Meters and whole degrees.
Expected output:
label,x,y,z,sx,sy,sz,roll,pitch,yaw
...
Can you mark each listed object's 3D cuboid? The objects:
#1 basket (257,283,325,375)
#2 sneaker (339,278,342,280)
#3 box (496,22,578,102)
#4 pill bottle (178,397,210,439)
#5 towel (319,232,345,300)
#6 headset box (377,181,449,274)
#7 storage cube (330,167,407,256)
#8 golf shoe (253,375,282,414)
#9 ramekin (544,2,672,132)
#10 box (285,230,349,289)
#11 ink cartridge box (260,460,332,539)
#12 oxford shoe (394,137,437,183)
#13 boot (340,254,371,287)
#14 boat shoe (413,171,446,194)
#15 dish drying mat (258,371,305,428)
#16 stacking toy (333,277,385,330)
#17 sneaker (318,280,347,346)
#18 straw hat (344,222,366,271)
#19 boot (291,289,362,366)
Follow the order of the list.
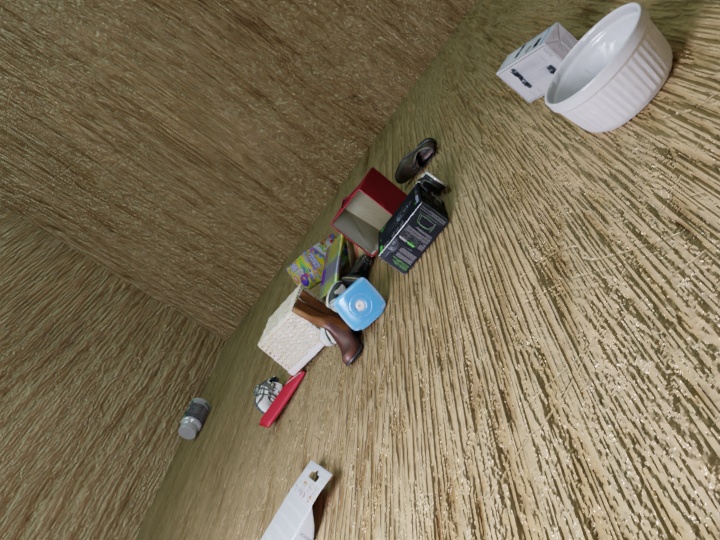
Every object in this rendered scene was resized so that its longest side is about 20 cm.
label,x,y,z,sx,sy,sz,roll,pitch,yaw
basket,-0.203,0.188,1.778,0.200,0.160,0.199,-46,14,20
sneaker,-0.086,0.060,1.900,0.200,0.075,0.077,131,163,-86
box,0.413,-0.467,1.253,0.060,0.116,0.200,-58,13,-8
pill bottle,-0.882,0.785,2.916,0.113,0.113,0.201,-48,15,29
towel,-0.090,-0.014,1.791,0.144,0.023,0.202,-40,38,55
headset box,0.132,-0.109,1.466,0.201,0.092,0.175,-52,14,22
storage cube,0.037,-0.193,1.781,0.171,0.199,0.180,-47,10,35
golf shoe,-0.298,0.412,1.808,0.094,0.078,0.200,-41,26,1
ramekin,0.423,-0.332,0.932,0.201,0.105,0.201,-53,14,19
box,-0.147,-0.033,2.061,0.192,0.123,0.200,-35,1,-31
ink cartridge box,-0.119,0.490,1.093,0.201,0.047,0.160,-56,12,-19
oxford shoe,0.186,-0.373,1.923,0.200,0.072,0.085,-48,18,33
boot,0.000,0.000,1.729,0.139,0.077,0.200,-55,14,-13
boat shoe,0.195,-0.244,1.595,0.061,0.074,0.200,-55,11,4
dish drying mat,-0.243,0.397,1.711,0.077,0.018,0.201,-12,37,57
stacking toy,-0.003,0.087,1.510,0.116,0.110,0.200,-41,3,0
sneaker,-0.062,0.126,1.634,0.087,0.075,0.202,-20,57,59
straw hat,-0.003,-0.087,1.873,0.201,0.084,0.204,173,90,-89
boot,-0.087,0.143,1.422,0.069,0.199,0.189,-48,15,27
